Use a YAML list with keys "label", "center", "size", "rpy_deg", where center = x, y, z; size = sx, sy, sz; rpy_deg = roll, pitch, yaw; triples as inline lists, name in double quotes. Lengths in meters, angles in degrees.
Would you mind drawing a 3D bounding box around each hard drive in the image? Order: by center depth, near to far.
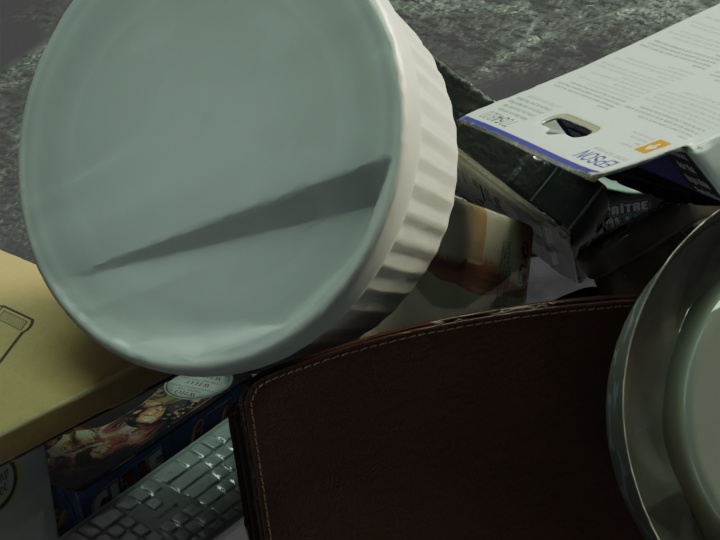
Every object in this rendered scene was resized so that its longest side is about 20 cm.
- label: "hard drive"
  center: [0.050, -0.076, 1.334]
  size: [0.200, 0.140, 0.038]
  rpy_deg: [38, 85, 12]

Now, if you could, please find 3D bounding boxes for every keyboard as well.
- label: "keyboard"
  center: [-0.063, 0.099, 1.206]
  size: [0.056, 0.011, 0.200]
  rpy_deg: [30, 41, 25]

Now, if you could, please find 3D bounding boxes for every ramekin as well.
- label: "ramekin"
  center: [-0.048, -0.049, 1.081]
  size: [0.201, 0.204, 0.094]
  rpy_deg: [7, -6, 29]

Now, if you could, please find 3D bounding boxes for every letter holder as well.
- label: "letter holder"
  center: [0.042, 0.067, 1.106]
  size: [0.198, 0.143, 0.101]
  rpy_deg: [-11, 25, -7]

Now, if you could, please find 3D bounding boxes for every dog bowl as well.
- label: "dog bowl"
  center: [0.195, 0.061, 1.032]
  size: [0.199, 0.202, 0.059]
  rpy_deg: [-14, 0, -14]

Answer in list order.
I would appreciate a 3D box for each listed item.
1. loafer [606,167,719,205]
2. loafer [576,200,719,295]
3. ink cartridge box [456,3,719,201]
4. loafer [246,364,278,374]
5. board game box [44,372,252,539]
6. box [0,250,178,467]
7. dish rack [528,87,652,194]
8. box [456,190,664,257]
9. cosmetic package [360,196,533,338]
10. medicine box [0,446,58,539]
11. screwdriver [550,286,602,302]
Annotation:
- label: "loafer"
  center: [0.208, -0.076, 1.256]
  size: [0.198, 0.073, 0.073]
  rpy_deg: [4, -17, -9]
- label: "loafer"
  center: [0.194, -0.012, 1.334]
  size: [0.199, 0.071, 0.073]
  rpy_deg: [-25, 0, -42]
- label: "ink cartridge box"
  center: [0.165, -0.079, 1.124]
  size: [0.199, 0.041, 0.200]
  rpy_deg: [-23, 16, -9]
- label: "loafer"
  center: [-0.075, 0.001, 1.344]
  size: [0.071, 0.063, 0.200]
  rpy_deg: [-1, 16, -15]
- label: "board game box"
  center: [-0.171, 0.077, 1.271]
  size: [0.199, 0.035, 0.135]
  rpy_deg: [12, 32, 36]
- label: "box"
  center: [-0.204, 0.050, 1.111]
  size: [0.163, 0.021, 0.199]
  rpy_deg: [22, 37, 40]
- label: "dish rack"
  center: [0.183, -0.093, 1.390]
  size: [0.170, 0.044, 0.200]
  rpy_deg: [-17, 15, -22]
- label: "box"
  center: [0.134, -0.052, 1.457]
  size: [0.198, 0.035, 0.110]
  rpy_deg: [-9, 25, -4]
- label: "cosmetic package"
  center: [0.000, 0.000, 1.215]
  size: [0.103, 0.088, 0.200]
  rpy_deg: [6, -4, 27]
- label: "medicine box"
  center: [-0.278, 0.112, 1.148]
  size: [0.199, 0.104, 0.182]
  rpy_deg: [10, 30, 32]
- label: "screwdriver"
  center: [0.080, 0.042, 1.245]
  size: [0.029, 0.028, 0.200]
  rpy_deg: [-32, -4, 36]
